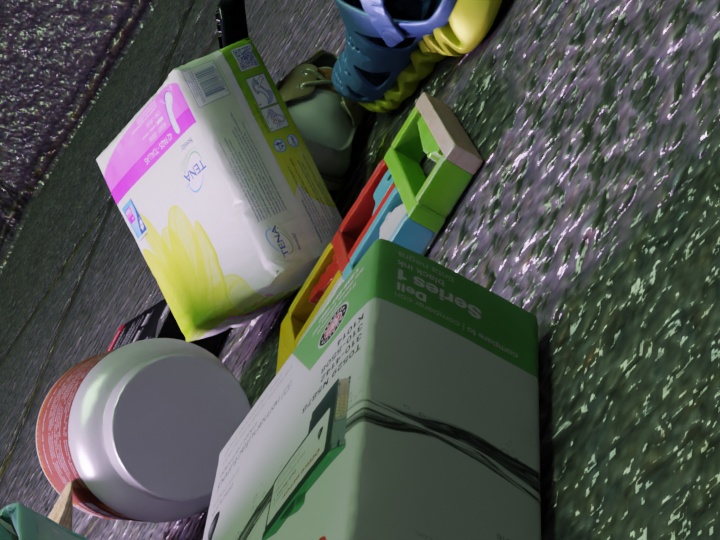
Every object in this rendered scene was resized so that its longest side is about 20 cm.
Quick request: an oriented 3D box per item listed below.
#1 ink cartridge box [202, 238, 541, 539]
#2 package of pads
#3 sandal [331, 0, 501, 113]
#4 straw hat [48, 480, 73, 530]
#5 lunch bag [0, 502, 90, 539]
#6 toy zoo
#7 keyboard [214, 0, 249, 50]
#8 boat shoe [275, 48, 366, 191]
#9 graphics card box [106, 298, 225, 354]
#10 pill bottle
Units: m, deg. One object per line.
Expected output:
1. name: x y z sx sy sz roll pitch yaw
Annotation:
1. ink cartridge box: -0.001 0.106 0.724 0.146 0.084 0.200 -54 15 29
2. package of pads: -0.094 -0.043 1.231 0.068 0.155 0.200 -25 -4 -27
3. sandal: 0.020 -0.164 1.189 0.200 0.087 0.080 -37 29 64
4. straw hat: -0.177 0.232 1.118 0.201 0.085 0.201 -62 9 16
5. lunch bag: -0.108 0.208 0.727 0.122 0.170 0.200 -36 27 45
6. toy zoo: 0.000 0.000 1.069 0.200 0.020 0.131 -58 14 13
7. keyboard: -0.094 -0.096 1.339 0.104 0.040 0.200 -73 -21 -74
8. boat shoe: -0.034 -0.110 1.301 0.068 0.075 0.200 -64 12 14
9. graphics card box: -0.171 0.092 1.447 0.126 0.051 0.200 -66 13 -19
10. pill bottle: -0.133 0.101 1.159 0.112 0.112 0.200 -65 14 -14
